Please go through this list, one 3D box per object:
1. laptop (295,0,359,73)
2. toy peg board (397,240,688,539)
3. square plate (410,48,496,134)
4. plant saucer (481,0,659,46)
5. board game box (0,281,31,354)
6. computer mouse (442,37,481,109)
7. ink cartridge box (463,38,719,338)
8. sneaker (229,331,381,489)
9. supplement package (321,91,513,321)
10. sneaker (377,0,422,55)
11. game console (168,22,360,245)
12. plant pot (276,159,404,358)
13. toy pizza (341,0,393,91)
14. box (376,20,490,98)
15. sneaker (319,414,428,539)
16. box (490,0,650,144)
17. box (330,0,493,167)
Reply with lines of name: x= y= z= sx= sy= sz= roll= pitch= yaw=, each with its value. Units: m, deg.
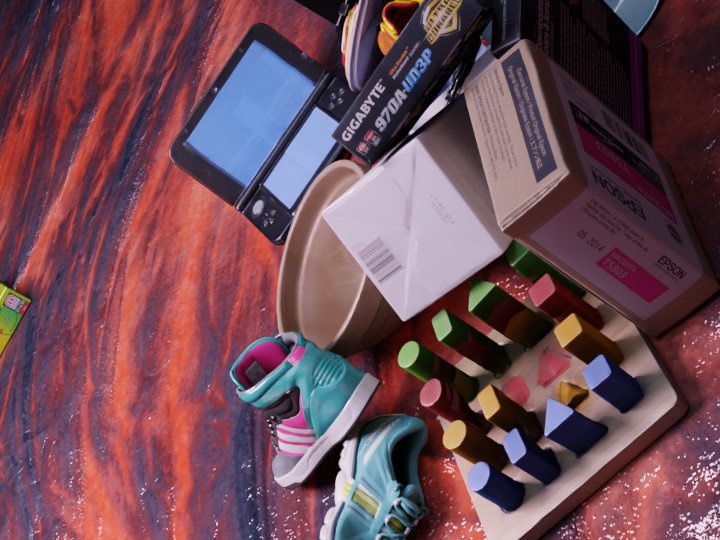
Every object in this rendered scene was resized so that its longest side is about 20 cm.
laptop: x=-0.041 y=-0.361 z=1.573 sx=0.114 sy=0.200 sz=0.189 roll=17 pitch=72 yaw=12
toy peg board: x=0.130 y=0.090 z=1.121 sx=0.200 sy=0.097 sz=0.200 roll=-45 pitch=36 yaw=19
square plate: x=0.108 y=-0.225 z=1.453 sx=0.197 sy=0.028 sz=0.202 roll=20 pitch=80 yaw=56
plant saucer: x=0.195 y=-0.289 z=1.317 sx=0.198 sy=0.039 sz=0.204 roll=-1 pitch=86 yaw=12
board game box: x=-0.572 y=0.112 z=2.021 sx=0.101 sy=0.047 sz=0.202 roll=19 pitch=80 yaw=55
computer mouse: x=0.085 y=-0.143 z=1.362 sx=0.059 sy=0.034 sz=0.202 roll=-81 pitch=11 yaw=-56
ink cartridge box: x=0.182 y=-0.064 z=1.084 sx=0.075 sy=0.199 sz=0.166 roll=-38 pitch=39 yaw=26
sneaker: x=-0.071 y=0.125 z=1.275 sx=0.084 sy=0.120 sz=0.200 roll=-55 pitch=1 yaw=-40
supplement package: x=0.076 y=-0.067 z=1.212 sx=0.119 sy=0.122 sz=0.200 roll=-36 pitch=4 yaw=30
sneaker: x=0.052 y=-0.248 z=1.366 sx=0.074 sy=0.077 sz=0.200 roll=-61 pitch=17 yaw=-2
game console: x=-0.105 y=-0.161 z=1.590 sx=0.201 sy=0.118 sz=0.172 roll=-55 pitch=34 yaw=5
plant pot: x=0.000 y=0.000 z=1.334 sx=0.200 sy=0.092 sz=0.204 roll=-36 pitch=48 yaw=53
toy pizza: x=0.010 y=-0.301 z=1.520 sx=0.200 sy=0.031 sz=0.203 roll=16 pitch=-90 yaw=-83
box: x=0.109 y=-0.281 z=1.437 sx=0.200 sy=0.038 sz=0.137 roll=-43 pitch=37 yaw=21
sneaker: x=0.017 y=0.215 z=1.191 sx=0.079 sy=0.077 sz=0.202 roll=-15 pitch=52 yaw=33
box: x=0.184 y=-0.192 z=1.180 sx=0.036 sy=0.199 sz=0.145 roll=-22 pitch=47 yaw=35
box: x=0.054 y=-0.178 z=1.178 sx=0.160 sy=0.046 sz=0.200 roll=-54 pitch=-1 yaw=18
